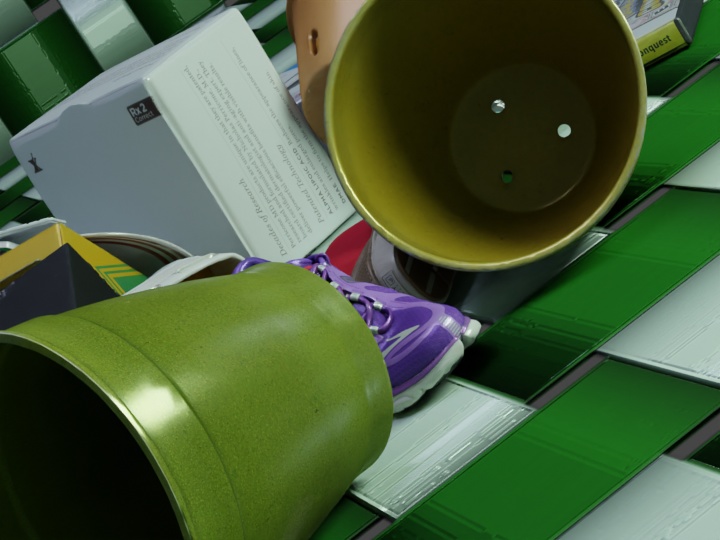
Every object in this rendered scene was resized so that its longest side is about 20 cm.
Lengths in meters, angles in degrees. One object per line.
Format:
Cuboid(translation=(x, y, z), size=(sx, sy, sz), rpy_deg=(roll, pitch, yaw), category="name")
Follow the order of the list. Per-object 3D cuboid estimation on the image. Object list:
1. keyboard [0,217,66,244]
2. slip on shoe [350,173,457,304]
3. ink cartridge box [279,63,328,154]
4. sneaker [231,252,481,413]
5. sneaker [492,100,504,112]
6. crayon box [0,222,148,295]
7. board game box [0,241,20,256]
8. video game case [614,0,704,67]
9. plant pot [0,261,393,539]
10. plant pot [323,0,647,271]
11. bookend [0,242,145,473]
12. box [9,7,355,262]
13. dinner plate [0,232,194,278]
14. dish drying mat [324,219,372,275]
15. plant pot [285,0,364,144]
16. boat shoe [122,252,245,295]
Cuboid(translation=(-0.323, -0.010, 1.612), size=(0.199, 0.011, 0.056), rpy_deg=(-16, -9, 3), category="keyboard")
Cuboid(translation=(0.040, -0.021, 1.416), size=(0.061, 0.076, 0.200), rpy_deg=(-39, 15, 32), category="slip on shoe")
Cuboid(translation=(-0.049, -0.133, 1.950), size=(0.145, 0.084, 0.200), rpy_deg=(-32, 14, 6), category="ink cartridge box")
Cuboid(translation=(-0.014, 0.031, 1.276), size=(0.199, 0.084, 0.081), rpy_deg=(7, 47, 48), category="sneaker")
Cuboid(translation=(0.088, -0.089, 1.565), size=(0.200, 0.076, 0.079), rpy_deg=(-34, 38, -14), category="sneaker")
Cuboid(translation=(-0.224, 0.037, 1.559), size=(0.125, 0.200, 0.052), rpy_deg=(-28, 56, 20), category="crayon box")
Cuboid(translation=(-0.270, 0.042, 1.707), size=(0.199, 0.199, 0.026), rpy_deg=(-22, 61, 39), category="board game box")
Cuboid(translation=(0.191, -0.181, 1.698), size=(0.180, 0.026, 0.200), rpy_deg=(-28, 15, 24), category="video game case")
Cuboid(translation=(-0.090, 0.088, 1.117), size=(0.200, 0.201, 0.193), rpy_deg=(-18, 9, 47), category="plant pot")
Cuboid(translation=(0.091, -0.092, 1.344), size=(0.199, 0.201, 0.142), rpy_deg=(-31, -13, 10), category="plant pot")
Cuboid(translation=(-0.220, 0.116, 1.296), size=(0.198, 0.092, 0.200), rpy_deg=(-36, 31, 9), category="bookend")
Cuboid(translation=(-0.146, -0.078, 1.745), size=(0.198, 0.201, 0.131), rpy_deg=(-18, 18, 46), category="box")
Cuboid(translation=(-0.212, 0.024, 1.612), size=(0.200, 0.200, 0.024), rpy_deg=(-28, 55, 22), category="dinner plate")
Cuboid(translation=(0.000, 0.000, 1.530), size=(0.077, 0.018, 0.200), rpy_deg=(-30, 15, 11), category="dish drying mat")
Cuboid(translation=(0.030, -0.179, 1.728), size=(0.199, 0.200, 0.141), rpy_deg=(-24, 41, 35), category="plant pot")
Cuboid(translation=(-0.143, 0.045, 1.487), size=(0.070, 0.071, 0.200), rpy_deg=(-20, 13, 41), category="boat shoe")
